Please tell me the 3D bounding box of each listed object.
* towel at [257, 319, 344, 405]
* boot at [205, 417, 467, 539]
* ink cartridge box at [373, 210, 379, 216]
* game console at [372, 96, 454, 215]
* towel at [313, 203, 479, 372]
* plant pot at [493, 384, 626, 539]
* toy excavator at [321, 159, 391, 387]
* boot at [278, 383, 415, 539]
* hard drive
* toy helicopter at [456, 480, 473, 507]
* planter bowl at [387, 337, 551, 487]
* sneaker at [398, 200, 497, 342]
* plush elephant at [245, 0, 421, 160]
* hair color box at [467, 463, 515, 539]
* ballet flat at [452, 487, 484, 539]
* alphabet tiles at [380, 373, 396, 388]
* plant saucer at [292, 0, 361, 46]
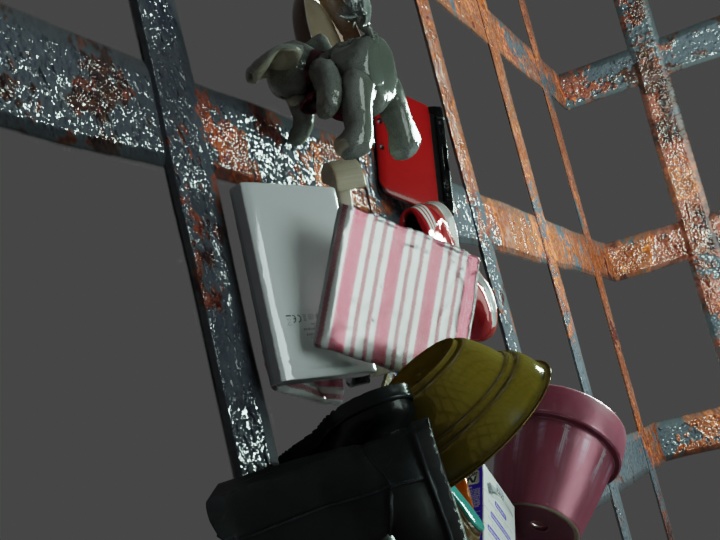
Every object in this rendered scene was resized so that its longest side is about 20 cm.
[{"bbox_3d":[-0.066,0.038,1.207,0.146,0.030,0.202,23,53,-62],"label":"towel"},{"bbox_3d":[-0.013,0.230,0.954,0.066,0.198,0.167,55,17,-82],"label":"boot"},{"bbox_3d":[0.056,0.050,1.480,0.200,0.043,0.200,39,39,-56],"label":"ink cartridge box"},{"bbox_3d":[0.071,-0.147,1.707,0.173,0.117,0.202,97,-8,-57],"label":"game console"},{"bbox_3d":[0.039,0.031,1.180,0.199,0.030,0.148,20,74,-35],"label":"towel"},{"bbox_3d":[0.271,0.293,1.654,0.201,0.198,0.180,57,41,-35],"label":"plant pot"},{"bbox_3d":[0.000,0.000,1.295,0.201,0.099,0.196,-123,-153,-45],"label":"toy excavator"},{"bbox_3d":[0.004,0.212,1.032,0.073,0.198,0.164,0,60,-41],"label":"boot"},{"bbox_3d":[-0.057,0.012,1.162,0.131,0.026,0.202,0,72,-45],"label":"hard drive"},{"bbox_3d":[0.103,0.337,1.300,0.201,0.078,0.133,-97,173,-59],"label":"toy helicopter"},{"bbox_3d":[0.079,0.124,1.097,0.084,0.200,0.201,49,26,-8],"label":"planter bowl"},{"bbox_3d":[0.101,0.007,1.495,0.115,0.078,0.201,-10,69,-61],"label":"sneaker"},{"bbox_3d":[-0.043,-0.209,1.312,0.164,0.153,0.202,-24,104,-59],"label":"plush elephant"},{"bbox_3d":[0.150,0.360,1.451,0.110,0.064,0.201,55,29,-37],"label":"hair color box"},{"bbox_3d":[0.066,0.233,1.285,0.068,0.072,0.201,41,15,-53],"label":"ballet flat"},{"bbox_3d":[0.071,0.172,1.400,0.201,0.006,0.168,56,42,-45],"label":"alphabet tiles"},{"bbox_3d":[-0.039,-0.293,1.522,0.200,0.034,0.202,49,32,-46],"label":"plant saucer"}]
